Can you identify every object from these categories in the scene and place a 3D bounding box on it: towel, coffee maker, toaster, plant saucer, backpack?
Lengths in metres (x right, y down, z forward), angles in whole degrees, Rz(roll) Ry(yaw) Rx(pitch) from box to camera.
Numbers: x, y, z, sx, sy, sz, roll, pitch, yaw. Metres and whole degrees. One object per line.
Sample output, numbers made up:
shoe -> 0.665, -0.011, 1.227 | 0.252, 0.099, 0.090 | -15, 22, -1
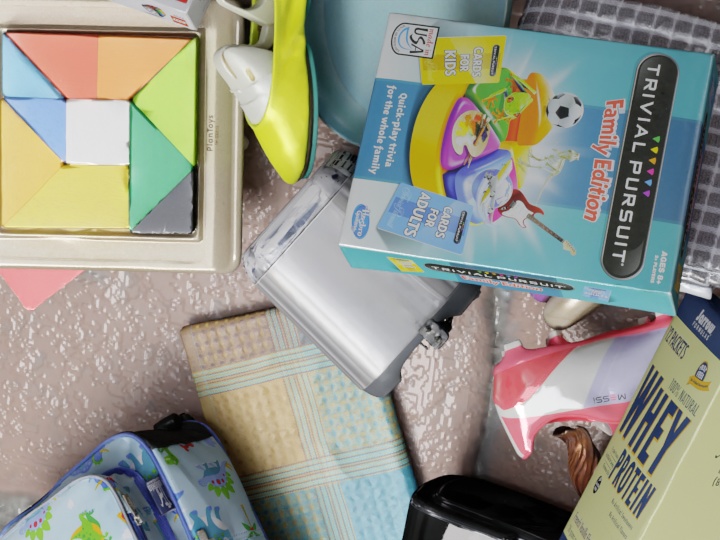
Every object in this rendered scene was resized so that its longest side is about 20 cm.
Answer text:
towel -> 0.177, -0.080, 1.550 | 0.200, 0.086, 0.166 | 14, 73, 14
coffee maker -> 0.055, 0.245, 1.687 | 0.192, 0.135, 0.200 | 13, 100, -6
toaster -> 0.000, 0.000, 1.617 | 0.129, 0.200, 0.114 | 41, 98, -3
plant saucer -> 0.028, -0.176, 1.615 | 0.200, 0.027, 0.201 | 0, 90, 45
backpack -> -0.152, 0.228, 1.740 | 0.183, 0.147, 0.200 | -38, 77, 31
towel -> -0.037, 0.121, 1.765 | 0.146, 0.022, 0.200 | -12, 99, 22

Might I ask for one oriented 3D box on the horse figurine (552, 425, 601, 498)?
horse figurine -> 0.222, 0.147, 1.658 | 0.199, 0.050, 0.133 | 12, 113, 9

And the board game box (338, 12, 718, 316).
board game box -> 0.101, -0.065, 1.493 | 0.199, 0.047, 0.151 | 8, 75, 14

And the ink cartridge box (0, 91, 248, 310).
ink cartridge box -> -0.201, -0.090, 1.722 | 0.200, 0.050, 0.161 | -37, 91, 5

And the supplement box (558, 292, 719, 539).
supplement box -> 0.258, 0.149, 1.548 | 0.200, 0.134, 0.200 | 25, 99, -12

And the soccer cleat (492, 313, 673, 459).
soccer cleat -> 0.184, 0.066, 1.618 | 0.199, 0.067, 0.077 | -12, 83, 0

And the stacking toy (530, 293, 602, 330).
stacking toy -> 0.100, -0.062, 1.640 | 0.085, 0.085, 0.200 | -41, 81, 24

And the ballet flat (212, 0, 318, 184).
ballet flat -> -0.062, -0.158, 1.637 | 0.067, 0.067, 0.201 | 3, 92, -23

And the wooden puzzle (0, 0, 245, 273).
wooden puzzle -> -0.176, -0.091, 1.680 | 0.199, 0.037, 0.186 | 2, 97, 7

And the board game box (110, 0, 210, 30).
board game box -> -0.175, -0.250, 1.673 | 0.200, 0.035, 0.126 | 20, 77, 14
